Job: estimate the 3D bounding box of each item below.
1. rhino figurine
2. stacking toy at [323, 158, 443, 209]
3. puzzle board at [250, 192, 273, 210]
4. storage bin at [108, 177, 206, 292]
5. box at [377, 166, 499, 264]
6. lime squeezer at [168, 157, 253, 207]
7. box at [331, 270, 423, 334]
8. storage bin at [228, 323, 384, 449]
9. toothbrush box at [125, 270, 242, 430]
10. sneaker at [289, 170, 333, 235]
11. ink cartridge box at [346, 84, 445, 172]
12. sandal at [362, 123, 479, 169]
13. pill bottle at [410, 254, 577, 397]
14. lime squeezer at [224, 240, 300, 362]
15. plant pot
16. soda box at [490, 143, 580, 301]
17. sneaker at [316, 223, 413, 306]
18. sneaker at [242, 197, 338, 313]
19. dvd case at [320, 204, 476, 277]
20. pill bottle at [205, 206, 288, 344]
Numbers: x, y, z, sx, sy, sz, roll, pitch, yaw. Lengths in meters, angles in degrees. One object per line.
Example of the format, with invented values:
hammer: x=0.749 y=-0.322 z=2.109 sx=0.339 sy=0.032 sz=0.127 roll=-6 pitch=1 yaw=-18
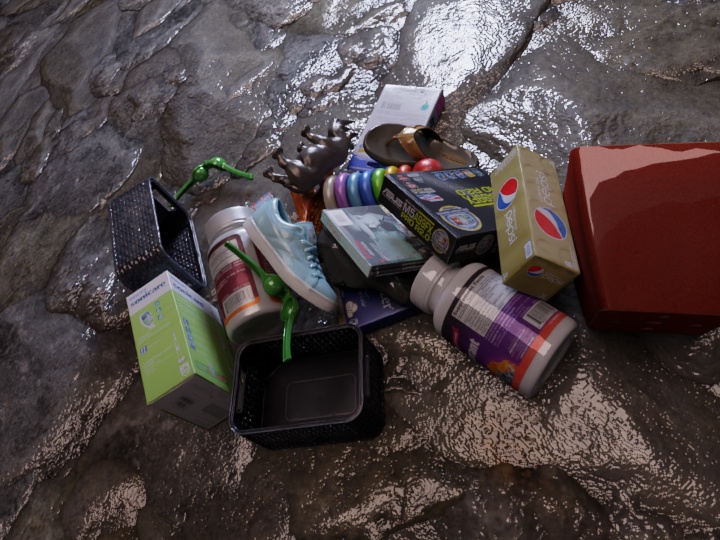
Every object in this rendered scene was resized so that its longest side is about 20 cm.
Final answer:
rhino figurine: x=-0.070 y=-0.203 z=0.939 sx=0.087 sy=0.060 sz=0.200 roll=36 pitch=59 yaw=12
stacking toy: x=0.041 y=-0.136 z=0.894 sx=0.197 sy=0.085 sz=0.087 roll=-12 pitch=57 yaw=25
puzzle board: x=-0.184 y=-0.040 z=0.991 sx=0.150 sy=0.017 sz=0.201 roll=-38 pitch=54 yaw=-1
storage bin: x=-0.367 y=-0.048 z=0.988 sx=0.093 sy=0.136 sz=0.201 roll=-29 pitch=54 yaw=4
box: x=0.148 y=-0.087 z=0.785 sx=0.198 sy=0.045 sz=0.160 roll=-11 pitch=43 yaw=-35
lime squeezer: x=-0.308 y=-0.189 z=1.118 sx=0.197 sy=0.038 sz=0.072 roll=-15 pitch=88 yaw=15
box: x=0.053 y=0.018 z=0.845 sx=0.197 sy=0.032 sz=0.122 roll=-21 pitch=55 yaw=10
storage bin: x=-0.073 y=0.167 z=0.775 sx=0.197 sy=0.094 sz=0.137 roll=-11 pitch=57 yaw=16
toothbrush box: x=-0.270 y=0.125 z=0.852 sx=0.085 sy=0.146 sz=0.201 roll=-31 pitch=55 yaw=4
sneaker: x=-0.089 y=-0.127 z=0.979 sx=0.076 sy=0.073 sz=0.202 roll=-23 pitch=47 yaw=30
ink cartridge box: x=0.065 y=-0.246 z=0.988 sx=0.118 sy=0.042 sz=0.202 roll=14 pitch=66 yaw=27
sandal: x=0.102 y=-0.202 z=0.902 sx=0.197 sy=0.055 sz=0.083 roll=21 pitch=70 yaw=9
pill bottle: x=0.164 y=0.061 z=0.710 sx=0.199 sy=0.112 sz=0.112 roll=35 pitch=79 yaw=28
lime squeezer: x=-0.128 y=0.040 z=0.785 sx=0.070 sy=0.038 sz=0.201 roll=-15 pitch=64 yaw=-37
plant pot: x=0.344 y=-0.024 z=0.647 sx=0.197 sy=0.200 sz=0.179 roll=2 pitch=76 yaw=18
soda box: x=0.219 y=-0.067 z=0.703 sx=0.067 sy=0.064 sz=0.202 roll=19 pitch=49 yaw=-16
sneaker: x=0.000 y=0.000 z=0.823 sx=0.200 sy=0.076 sz=0.091 roll=40 pitch=100 yaw=34
sneaker: x=-0.090 y=-0.029 z=0.811 sx=0.082 sy=0.074 sz=0.200 roll=-45 pitch=78 yaw=8
dvd case: x=0.059 y=-0.052 z=0.808 sx=0.198 sy=0.022 sz=0.146 roll=-8 pitch=41 yaw=-33
pill bottle: x=-0.183 y=0.006 z=0.885 sx=0.113 sy=0.114 sz=0.202 roll=-25 pitch=64 yaw=7
